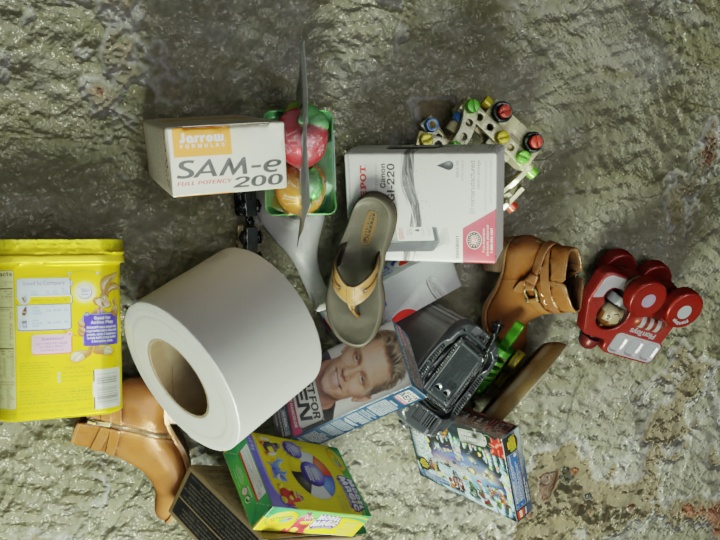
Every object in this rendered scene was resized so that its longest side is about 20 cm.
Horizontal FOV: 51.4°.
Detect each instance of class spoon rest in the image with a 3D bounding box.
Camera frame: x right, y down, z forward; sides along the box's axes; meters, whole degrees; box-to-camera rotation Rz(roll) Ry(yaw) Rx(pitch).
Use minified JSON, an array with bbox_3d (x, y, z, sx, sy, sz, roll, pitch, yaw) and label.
[{"bbox_3d":[-0.078,-0.046,1.005,0.099,0.061,0.202,-19,96,-19],"label":"spoon rest"}]

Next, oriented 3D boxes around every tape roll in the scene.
[{"bbox_3d":[-0.164,0.092,0.893,0.139,0.202,0.204,-35,116,-39],"label":"tape roll"}]

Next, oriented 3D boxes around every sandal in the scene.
[{"bbox_3d":[0.000,0.000,0.948,0.081,0.055,0.202,17,101,12],"label":"sandal"}]

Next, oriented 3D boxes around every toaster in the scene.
[{"bbox_3d":[0.101,0.125,1.068,0.113,0.129,0.201,38,87,-35],"label":"toaster"}]

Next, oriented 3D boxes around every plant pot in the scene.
[{"bbox_3d":[0.234,0.178,1.131,0.027,0.200,0.200,41,84,11],"label":"plant pot"}]

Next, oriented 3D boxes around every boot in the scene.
[{"bbox_3d":[-0.293,0.230,0.964,0.154,0.077,0.202,7,106,-20],"label":"boot"},{"bbox_3d":[0.259,0.047,1.098,0.076,0.155,0.202,-14,105,-39],"label":"boot"}]

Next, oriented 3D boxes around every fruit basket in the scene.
[{"bbox_3d":[-0.062,-0.138,0.875,0.093,0.200,0.187,0,79,-13],"label":"fruit basket"}]

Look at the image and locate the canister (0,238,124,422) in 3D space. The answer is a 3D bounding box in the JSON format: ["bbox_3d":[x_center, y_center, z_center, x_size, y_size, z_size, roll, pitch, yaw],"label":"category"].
[{"bbox_3d":[-0.350,0.065,0.868,0.147,0.086,0.202,-1,90,-21],"label":"canister"}]

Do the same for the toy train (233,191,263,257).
[{"bbox_3d":[-0.148,-0.027,0.978,0.034,0.046,0.202,-7,103,-29],"label":"toy train"}]

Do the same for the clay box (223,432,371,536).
[{"bbox_3d":[-0.068,0.272,0.946,0.199,0.115,0.048,22,115,-44],"label":"clay box"}]

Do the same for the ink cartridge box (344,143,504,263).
[{"bbox_3d":[0.084,-0.090,0.983,0.198,0.085,0.147,2,106,18],"label":"ink cartridge box"}]

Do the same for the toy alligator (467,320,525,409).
[{"bbox_3d":[0.186,0.156,1.114,0.054,0.059,0.201,-29,151,-49],"label":"toy alligator"}]

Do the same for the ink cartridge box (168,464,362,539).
[{"bbox_3d":[-0.121,0.329,0.974,0.200,0.164,0.076,25,94,-52],"label":"ink cartridge box"}]

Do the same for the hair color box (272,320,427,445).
[{"bbox_3d":[-0.022,0.156,0.996,0.199,0.101,0.061,-26,146,14],"label":"hair color box"}]

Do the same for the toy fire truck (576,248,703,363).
[{"bbox_3d":[0.441,0.069,1.226,0.199,0.112,0.169,14,116,-24],"label":"toy fire truck"}]

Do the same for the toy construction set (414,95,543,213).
[{"bbox_3d":[0.177,-0.164,1.055,0.200,0.092,0.131,42,85,-26],"label":"toy construction set"}]

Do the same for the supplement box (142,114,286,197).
[{"bbox_3d":[-0.172,-0.135,0.855,0.125,0.200,0.074,-7,105,-20],"label":"supplement box"}]

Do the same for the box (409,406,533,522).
[{"bbox_3d":[0.153,0.266,1.091,0.040,0.199,0.138,-26,111,-33],"label":"box"}]

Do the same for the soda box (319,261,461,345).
[{"bbox_3d":[0.039,0.032,1.061,0.199,0.063,0.069,-27,112,-15],"label":"soda box"}]
